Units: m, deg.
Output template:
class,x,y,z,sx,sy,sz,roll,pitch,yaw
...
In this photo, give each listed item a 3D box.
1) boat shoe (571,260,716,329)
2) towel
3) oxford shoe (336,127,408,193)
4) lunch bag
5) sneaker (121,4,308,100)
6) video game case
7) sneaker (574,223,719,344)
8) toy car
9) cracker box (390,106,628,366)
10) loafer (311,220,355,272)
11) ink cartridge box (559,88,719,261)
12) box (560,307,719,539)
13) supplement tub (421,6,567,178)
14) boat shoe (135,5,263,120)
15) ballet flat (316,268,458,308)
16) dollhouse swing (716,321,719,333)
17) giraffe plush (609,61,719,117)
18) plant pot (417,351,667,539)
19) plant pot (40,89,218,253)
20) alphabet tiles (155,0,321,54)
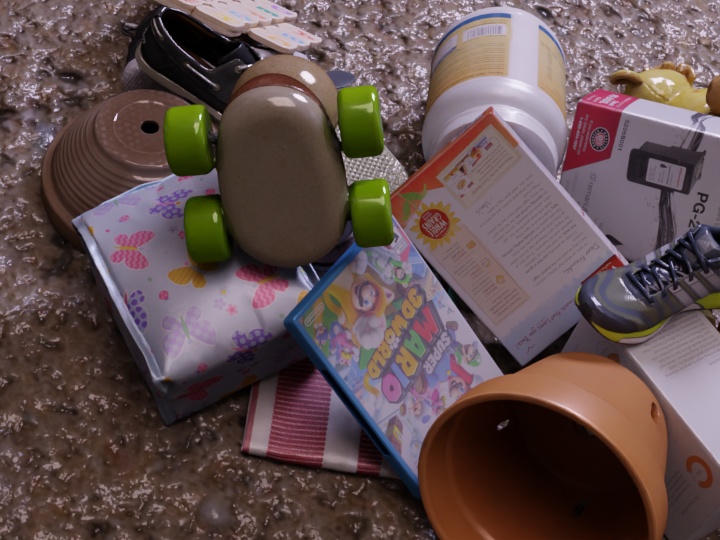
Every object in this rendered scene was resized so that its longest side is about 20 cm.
class,x,y,z,sx,sy,sz,roll,pitch,yaw
boat shoe,0.250,0.022,1.170,0.200,0.072,0.066,17,41,-1
towel,0.001,0.117,1.067,0.199,0.023,0.144,9,54,-4
oxford shoe,0.002,-0.092,1.197,0.075,0.058,0.200,-17,55,-14
lunch bag,-0.139,0.004,1.043,0.169,0.127,0.200,-26,69,-15
sneaker,-0.155,-0.235,1.260,0.199,0.076,0.114,-4,55,-16
video game case,0.037,0.072,1.009,0.143,0.018,0.200,-48,113,-33
sneaker,0.269,0.000,1.020,0.200,0.081,0.074,-20,59,-27
toy car,-0.061,-0.114,0.994,0.164,0.158,0.200,-5,33,3
cracker box,0.135,-0.031,1.095,0.200,0.134,0.058,48,14,-5
loafer,-0.050,-0.060,1.105,0.072,0.063,0.200,-26,28,-8
ink cartridge box,0.302,-0.080,1.163,0.200,0.146,0.083,18,21,21
box,0.277,0.122,1.059,0.097,0.125,0.200,-21,61,-27
supplement tub,0.137,-0.160,1.211,0.144,0.145,0.200,14,42,-3
boat shoe,-0.121,-0.186,1.161,0.200,0.068,0.072,29,43,-8
ballet flat,0.000,0.000,1.122,0.200,0.070,0.067,19,55,2
dollhouse swing,0.441,0.122,1.084,0.175,0.182,0.200,-20,59,-13
giraffe plush,0.350,-0.165,1.292,0.162,0.173,0.200,16,59,27
plant pot,0.165,0.156,0.978,0.200,0.200,0.140,34,38,13
plant pot,-0.204,-0.107,1.143,0.200,0.093,0.201,7,51,-9
alphabet tiles,-0.142,-0.283,1.275,0.195,0.015,0.200,28,21,8
